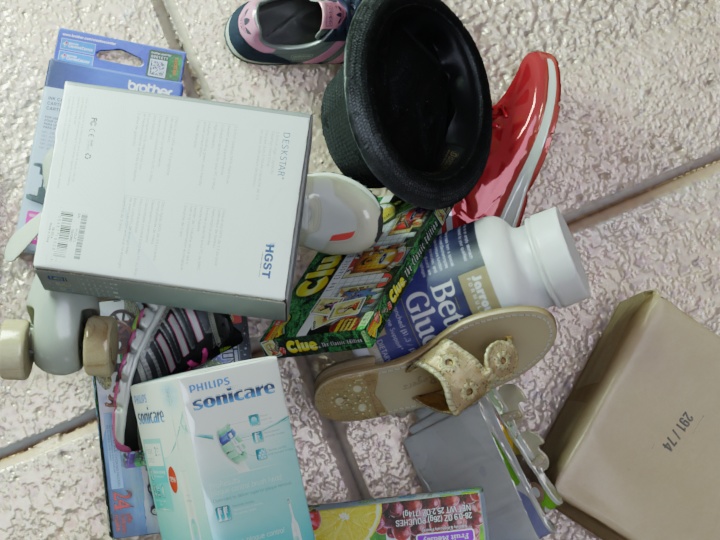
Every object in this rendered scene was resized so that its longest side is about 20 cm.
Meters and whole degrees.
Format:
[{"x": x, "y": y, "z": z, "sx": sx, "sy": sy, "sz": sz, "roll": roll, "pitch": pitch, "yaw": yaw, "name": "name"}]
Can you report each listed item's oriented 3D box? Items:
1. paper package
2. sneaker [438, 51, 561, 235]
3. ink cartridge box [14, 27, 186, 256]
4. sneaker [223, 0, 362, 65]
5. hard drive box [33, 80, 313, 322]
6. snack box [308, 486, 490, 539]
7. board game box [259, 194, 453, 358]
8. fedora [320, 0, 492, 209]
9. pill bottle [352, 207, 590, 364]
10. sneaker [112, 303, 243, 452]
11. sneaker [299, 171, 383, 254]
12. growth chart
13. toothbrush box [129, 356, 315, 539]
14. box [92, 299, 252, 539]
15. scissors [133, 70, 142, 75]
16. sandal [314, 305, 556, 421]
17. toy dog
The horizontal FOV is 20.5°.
[{"x": 0.274, "y": 0.153, "z": 1.753, "sx": 0.190, "sy": 0.103, "sz": 0.201, "roll": 32, "pitch": 80, "yaw": -8, "name": "paper package"}, {"x": 0.100, "y": -0.110, "z": 1.749, "sx": 0.115, "sy": 0.078, "sz": 0.201, "roll": 18, "pitch": 82, "yaw": -11, "name": "sneaker"}, {"x": -0.220, "y": -0.103, "z": 1.698, "sx": 0.119, "sy": 0.042, "sz": 0.201, "roll": 11, "pitch": 83, "yaw": -6, "name": "ink cartridge box"}, {"x": -0.015, "y": -0.214, "z": 1.728, "sx": 0.199, "sy": 0.082, "sz": 0.071, "roll": -10, "pitch": 89, "yaw": -13, "name": "sneaker"}, {"x": -0.145, "y": -0.053, "z": 1.569, "sx": 0.199, "sy": 0.077, "sz": 0.157, "roll": 8, "pitch": 76, "yaw": 0, "name": "hard drive box"}, {"x": 0.013, "y": 0.274, "z": 1.646, "sx": 0.199, "sy": 0.068, "sz": 0.170, "roll": -6, "pitch": 88, "yaw": 7, "name": "snack box"}, {"x": 0.000, "y": 0.000, "z": 1.657, "sx": 0.024, "sy": 0.104, "sz": 0.200, "roll": 61, "pitch": 37, "yaw": -26, "name": "board game box"}, {"x": 0.025, "y": -0.140, "z": 1.684, "sx": 0.200, "sy": 0.091, "sz": 0.202, "roll": 20, "pitch": 62, "yaw": -43, "name": "fedora"}, {"x": 0.089, "y": 0.020, "z": 1.687, "sx": 0.199, "sy": 0.111, "sz": 0.112, "roll": -22, "pitch": 91, "yaw": 11, "name": "pill bottle"}, {"x": -0.145, "y": 0.061, "z": 1.648, "sx": 0.087, "sy": 0.074, "sz": 0.201, "roll": 20, "pitch": 78, "yaw": -3, "name": "sneaker"}, {"x": -0.081, "y": -0.051, "z": 1.648, "sx": 0.199, "sy": 0.093, "sz": 0.071, "roll": 20, "pitch": 116, "yaw": 24, "name": "sneaker"}, {"x": 0.107, "y": 0.179, "z": 1.708, "sx": 0.018, "sy": 0.144, "sz": 0.201, "roll": -23, "pitch": 93, "yaw": -54, "name": "growth chart"}, {"x": -0.104, "y": 0.174, "z": 1.545, "sx": 0.085, "sy": 0.146, "sz": 0.201, "roll": -11, "pitch": 89, "yaw": -22, "name": "toothbrush box"}, {"x": -0.157, "y": 0.120, "z": 1.699, "sx": 0.136, "sy": 0.038, "sz": 0.201, "roll": -6, "pitch": 87, "yaw": -12, "name": "box"}, {"x": -0.133, "y": -0.090, "z": 1.731, "sx": 0.200, "sy": 0.014, "sz": 0.073, "roll": 35, "pitch": 84, "yaw": -6, "name": "scissors"}, {"x": 0.064, "y": 0.097, "z": 1.625, "sx": 0.211, "sy": 0.070, "sz": 0.078, "roll": -16, "pitch": 126, "yaw": 10, "name": "sandal"}, {"x": -0.238, "y": 0.007, "z": 1.639, "sx": 0.131, "sy": 0.096, "sz": 0.201, "roll": 22, "pitch": 76, "yaw": 3, "name": "toy dog"}]
